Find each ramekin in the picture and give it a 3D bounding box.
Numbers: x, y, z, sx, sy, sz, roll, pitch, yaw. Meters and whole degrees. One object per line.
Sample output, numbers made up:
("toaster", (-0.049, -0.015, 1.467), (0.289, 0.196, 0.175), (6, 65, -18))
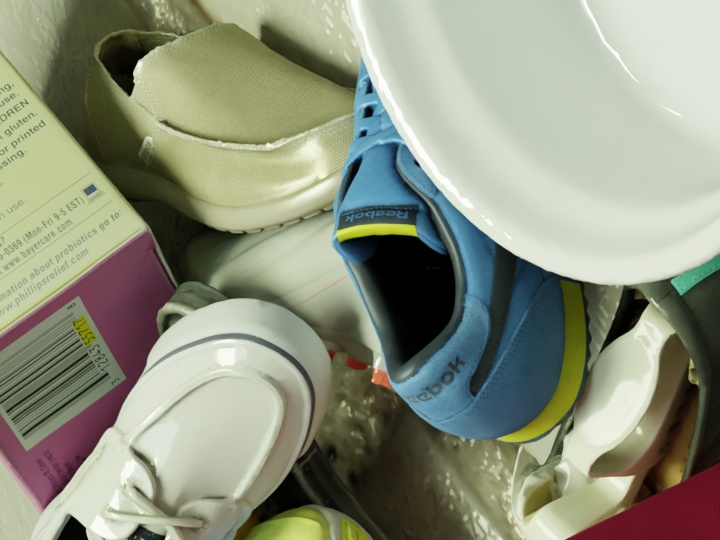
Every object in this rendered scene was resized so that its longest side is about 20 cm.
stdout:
("ramekin", (0.092, -0.105, 0.799), (0.200, 0.098, 0.201), (25, 125, 42))

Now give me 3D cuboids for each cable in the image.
("cable", (-0.030, 0.090, 1.026), (0.097, 0.050, 0.200), (28, 155, 34))

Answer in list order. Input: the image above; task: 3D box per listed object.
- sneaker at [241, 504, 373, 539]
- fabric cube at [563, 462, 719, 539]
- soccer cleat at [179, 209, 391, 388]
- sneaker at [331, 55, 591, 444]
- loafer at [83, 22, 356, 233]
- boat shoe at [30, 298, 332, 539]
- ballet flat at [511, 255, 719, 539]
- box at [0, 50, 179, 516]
("sneaker", (-0.075, 0.171, 1.012), (0.076, 0.105, 0.200), (42, 122, 5))
("fabric cube", (0.123, 0.202, 0.820), (0.200, 0.199, 0.196), (34, 131, 37))
("soccer cleat", (0.000, 0.000, 0.995), (0.200, 0.069, 0.078), (16, 89, 54))
("sneaker", (0.025, -0.038, 0.881), (0.066, 0.078, 0.200), (-30, 55, 33))
("loafer", (-0.053, -0.061, 1.013), (0.200, 0.076, 0.068), (6, 117, 50))
("boat shoe", (-0.079, 0.088, 0.980), (0.072, 0.066, 0.200), (35, 130, -14))
("ballet flat", (0.089, 0.064, 0.903), (0.068, 0.068, 0.200), (41, 134, 30))
("box", (-0.155, -0.008, 1.075), (0.200, 0.097, 0.176), (49, 169, 31))
